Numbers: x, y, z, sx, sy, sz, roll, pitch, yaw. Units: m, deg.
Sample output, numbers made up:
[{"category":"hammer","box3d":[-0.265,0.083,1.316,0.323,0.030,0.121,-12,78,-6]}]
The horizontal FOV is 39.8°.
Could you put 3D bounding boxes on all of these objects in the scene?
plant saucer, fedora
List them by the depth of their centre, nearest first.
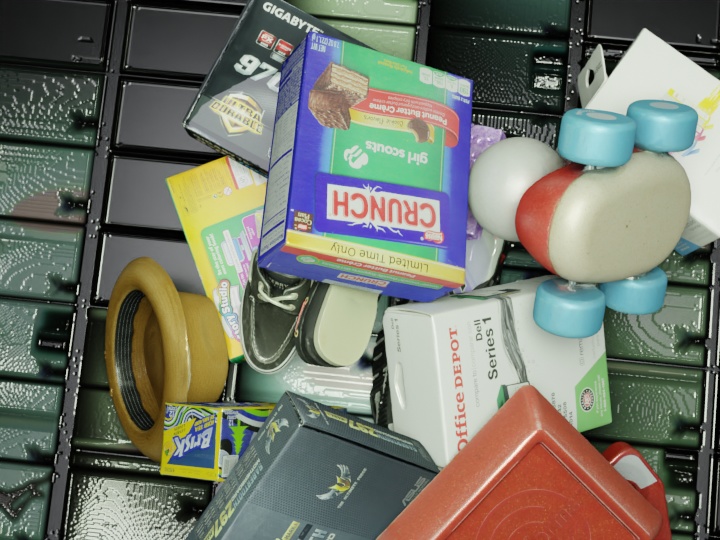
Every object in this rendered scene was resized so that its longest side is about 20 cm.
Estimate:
[{"category":"plant saucer","box3d":[0.146,0.236,0.865,0.200,0.037,0.200,-46,105,0]},{"category":"fedora","box3d":[-0.185,0.085,0.976,0.081,0.200,0.203,-6,82,-36]}]

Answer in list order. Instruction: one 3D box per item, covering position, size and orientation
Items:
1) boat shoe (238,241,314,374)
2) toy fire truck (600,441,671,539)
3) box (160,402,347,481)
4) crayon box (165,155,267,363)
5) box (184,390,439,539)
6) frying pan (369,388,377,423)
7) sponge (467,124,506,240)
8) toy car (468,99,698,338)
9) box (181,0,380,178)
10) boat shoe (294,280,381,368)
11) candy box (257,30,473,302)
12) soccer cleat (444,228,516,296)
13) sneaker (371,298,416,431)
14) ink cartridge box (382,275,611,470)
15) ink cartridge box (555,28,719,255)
[{"category":"boat shoe","box3d":[-0.077,0.006,0.938,0.070,0.064,0.202,12,102,2]},{"category":"toy fire truck","box3d":[0.217,0.271,0.967,0.200,0.112,0.168,-41,108,-3]},{"category":"box","box3d":[-0.094,0.156,0.926,0.070,0.199,0.065,-1,82,31]},{"category":"crayon box","box3d":[-0.109,-0.019,1.019,0.118,0.058,0.202,-20,83,-1]},{"category":"box","box3d":[-0.049,0.214,0.853,0.157,0.051,0.201,27,104,-33]},{"category":"frying pan","box3d":[0.026,0.228,1.002,0.115,0.031,0.190,-35,72,-8]},{"category":"sponge","box3d":[0.040,-0.107,1.014,0.198,0.030,0.113,15,82,20]},{"category":"toy car","box3d":[0.175,-0.070,0.902,0.176,0.199,0.186,-14,119,-37]},{"category":"box","box3d":[-0.052,-0.161,0.983,0.199,0.046,0.160,29,85,2]},{"category":"boat shoe","box3d":[-0.002,-0.002,0.933,0.073,0.063,0.203,35,67,-23]},{"category":"candy box","box3d":[0.008,-0.088,0.879,0.168,0.077,0.202,12,71,-21]},{"category":"soccer cleat","box3d":[0.111,-0.009,1.017,0.073,0.068,0.202,19,85,23]},{"category":"sneaker","box3d":[0.055,0.126,0.995,0.079,0.074,0.202,9,73,-16]},{"category":"ink cartridge box","box3d":[0.131,0.092,0.936,0.199,0.084,0.148,-11,97,-29]},{"category":"ink cartridge box","box3d":[0.292,-0.130,0.989,0.199,0.129,0.126,36,85,6]}]
